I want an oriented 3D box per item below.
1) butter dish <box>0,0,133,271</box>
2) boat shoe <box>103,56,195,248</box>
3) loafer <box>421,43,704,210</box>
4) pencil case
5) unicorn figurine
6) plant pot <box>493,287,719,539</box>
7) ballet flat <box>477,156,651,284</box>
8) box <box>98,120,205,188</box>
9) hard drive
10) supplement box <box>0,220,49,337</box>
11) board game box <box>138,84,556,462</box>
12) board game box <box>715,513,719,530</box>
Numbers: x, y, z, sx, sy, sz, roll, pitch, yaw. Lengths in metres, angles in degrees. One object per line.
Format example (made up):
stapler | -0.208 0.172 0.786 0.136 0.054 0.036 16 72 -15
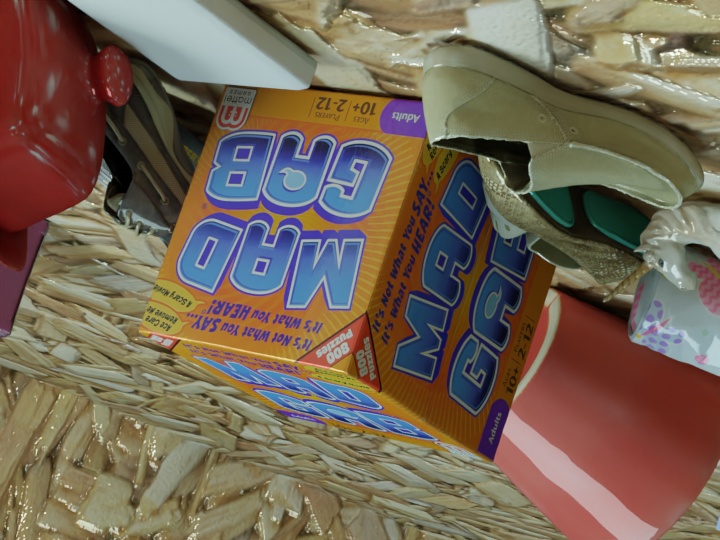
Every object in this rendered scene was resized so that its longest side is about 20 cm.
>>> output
butter dish | -0.231 -0.126 1.648 0.147 0.201 0.199 -10 157 16
boat shoe | -0.160 -0.059 1.762 0.201 0.073 0.074 65 157 -3
loafer | 0.124 -0.078 1.498 0.199 0.069 0.076 22 167 -10
pencil case | 0.296 0.041 1.716 0.199 0.091 0.083 18 132 -1
unicorn figurine | 0.265 -0.015 1.578 0.137 0.074 0.200 28 153 1
plant pot | 0.190 0.121 2.000 0.177 0.201 0.200 34 163 -18
ballet flat | 0.131 -0.037 1.638 0.065 0.071 0.199 -32 135 30
box | -0.132 -0.056 1.890 0.200 0.048 0.158 39 167 -4
hard drive | -0.136 -0.178 1.564 0.131 0.027 0.200 9 163 39
supplement box | -0.425 -0.002 2.506 0.103 0.132 0.200 24 166 -22
board game box | 0.000 0.000 1.708 0.199 0.201 0.200 9 164 38
board game box | 0.493 0.289 2.574 0.199 0.037 0.151 18 168 11
